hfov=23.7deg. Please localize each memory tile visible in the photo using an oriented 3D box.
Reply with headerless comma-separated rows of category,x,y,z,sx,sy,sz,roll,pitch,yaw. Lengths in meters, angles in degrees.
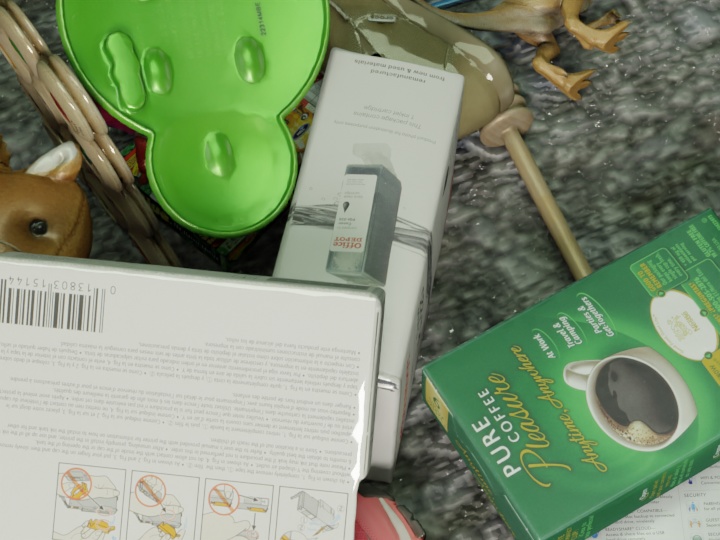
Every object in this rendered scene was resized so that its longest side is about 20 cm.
memory tile,-0.167,-0.085,0.990,0.017,0.200,0.153,-36,59,-9

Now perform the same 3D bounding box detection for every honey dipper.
honey dipper,0.114,-0.044,1.061,0.038,0.038,0.201,-20,64,-9

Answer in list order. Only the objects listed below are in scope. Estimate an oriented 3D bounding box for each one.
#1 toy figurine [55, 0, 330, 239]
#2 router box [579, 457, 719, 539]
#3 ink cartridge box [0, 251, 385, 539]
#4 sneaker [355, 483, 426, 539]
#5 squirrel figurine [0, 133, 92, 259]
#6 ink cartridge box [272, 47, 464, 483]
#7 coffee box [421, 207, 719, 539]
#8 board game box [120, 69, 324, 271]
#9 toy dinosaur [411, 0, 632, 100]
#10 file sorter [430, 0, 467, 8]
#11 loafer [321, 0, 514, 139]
toy figurine,-0.105,-0.103,1.004,0.149,0.184,0.202,-10,84,-16
router box,0.208,0.119,0.962,0.198,0.049,0.181,-1,61,1
ink cartridge box,-0.094,0.088,0.856,0.198,0.045,0.178,6,94,5
sneaker,0.013,0.207,0.906,0.086,0.074,0.201,-18,63,-6
squirrel figurine,-0.242,-0.040,0.943,0.185,0.142,0.201,-4,36,-8
ink cartridge box,0.000,0.000,0.977,0.084,0.146,0.201,12,63,6
coffee box,0.145,0.061,0.942,0.199,0.044,0.123,-29,64,-14
board game box,-0.057,-0.100,1.105,0.105,0.024,0.200,35,68,21
toy dinosaur,0.111,-0.163,1.111,0.199,0.061,0.106,-23,59,-37
file sorter,0.046,-0.273,1.096,0.138,0.200,0.123,-18,65,-8
loafer,0.000,-0.141,1.066,0.199,0.076,0.068,30,65,24
